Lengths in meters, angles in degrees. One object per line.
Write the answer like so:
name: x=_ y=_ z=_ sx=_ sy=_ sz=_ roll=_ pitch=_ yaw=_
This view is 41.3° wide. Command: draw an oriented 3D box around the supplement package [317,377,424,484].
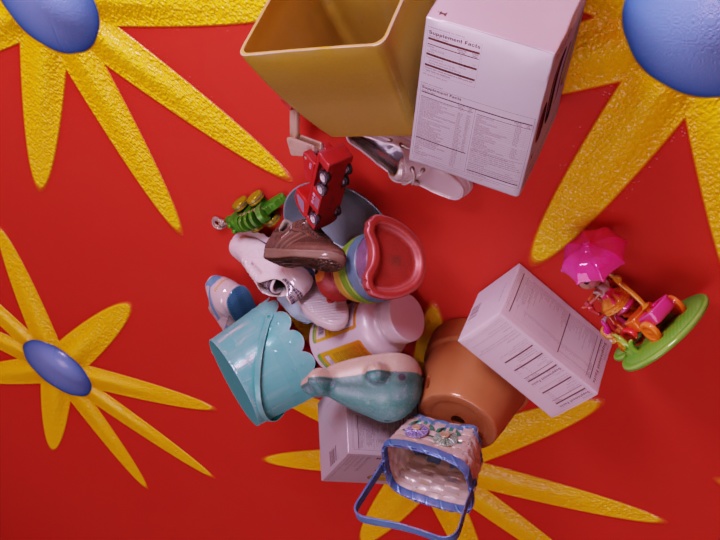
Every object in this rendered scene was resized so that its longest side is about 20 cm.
supplement package: x=0.041 y=0.285 z=1.702 sx=0.197 sy=0.153 sz=0.152 roll=7 pitch=149 yaw=-19

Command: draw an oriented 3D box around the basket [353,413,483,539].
basket: x=0.100 y=0.330 z=1.513 sx=0.174 sy=0.201 sz=0.140 roll=8 pitch=136 yaw=25

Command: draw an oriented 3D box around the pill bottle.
pill bottle: x=0.013 y=0.102 z=1.624 sx=0.111 sy=0.112 sz=0.199 roll=47 pitch=139 yaw=-19

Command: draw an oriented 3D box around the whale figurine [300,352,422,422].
whale figurine: x=0.006 y=0.196 z=1.552 sx=0.197 sy=0.105 sz=0.159 roll=-1 pitch=162 yaw=-19

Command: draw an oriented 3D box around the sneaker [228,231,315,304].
sneaker: x=-0.163 y=-0.007 z=1.628 sx=0.198 sy=0.081 sz=0.077 roll=21 pitch=156 yaw=37

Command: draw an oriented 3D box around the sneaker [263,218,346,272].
sneaker: x=-0.085 y=-0.045 z=1.460 sx=0.070 sy=0.077 sz=0.199 roll=24 pitch=168 yaw=-36

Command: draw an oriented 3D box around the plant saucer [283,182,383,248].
plant saucer: x=-0.028 y=-0.072 z=1.526 sx=0.198 sy=0.039 sz=0.203 roll=17 pitch=139 yaw=16

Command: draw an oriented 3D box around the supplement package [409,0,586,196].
supplement package: x=0.162 y=-0.238 z=1.107 sx=0.145 sy=0.192 sz=0.201 roll=19 pitch=140 yaw=12

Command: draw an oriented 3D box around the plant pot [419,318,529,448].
plant pot: x=0.185 y=0.199 z=1.594 sx=0.197 sy=0.141 sz=0.202 roll=17 pitch=138 yaw=16

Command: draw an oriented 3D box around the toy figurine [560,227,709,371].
toy figurine: x=0.356 y=0.025 z=1.342 sx=0.184 sy=0.150 sz=0.200 roll=47 pitch=165 yaw=1

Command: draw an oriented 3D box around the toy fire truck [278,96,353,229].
toy fire truck: x=-0.072 y=-0.172 z=1.391 sx=0.142 sy=0.048 sz=0.201 roll=52 pitch=149 yaw=24

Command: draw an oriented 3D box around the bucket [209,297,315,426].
bucket: x=-0.172 y=0.169 z=1.718 sx=0.208 sy=0.134 sz=0.208 roll=52 pitch=162 yaw=25

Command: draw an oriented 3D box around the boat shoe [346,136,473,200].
boat shoe: x=0.065 y=-0.151 z=1.358 sx=0.198 sy=0.070 sz=0.071 roll=31 pitch=140 yaw=0

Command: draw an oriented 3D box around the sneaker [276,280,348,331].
sneaker: x=-0.080 y=0.061 z=1.641 sx=0.200 sy=0.073 sz=0.083 roll=38 pitch=152 yaw=44

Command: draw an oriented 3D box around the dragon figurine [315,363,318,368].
dragon figurine: x=-0.040 y=0.196 z=1.799 sx=0.099 sy=0.059 sz=0.199 roll=44 pitch=141 yaw=-16

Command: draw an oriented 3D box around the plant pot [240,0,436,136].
plant pot: x=0.004 y=-0.275 z=1.182 sx=0.197 sy=0.202 sz=0.177 roll=3 pitch=145 yaw=30

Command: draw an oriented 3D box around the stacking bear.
stacking bear: x=0.000 y=0.000 z=1.471 sx=0.112 sy=0.123 sz=0.199 roll=10 pitch=165 yaw=-33

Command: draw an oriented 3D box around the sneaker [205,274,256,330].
sneaker: x=-0.238 y=0.088 z=1.812 sx=0.080 sy=0.076 sz=0.202 roll=28 pitch=144 yaw=32

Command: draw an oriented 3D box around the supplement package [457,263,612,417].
supplement package: x=0.269 y=0.110 z=1.465 sx=0.199 sy=0.114 sz=0.109 roll=39 pitch=139 yaw=-9

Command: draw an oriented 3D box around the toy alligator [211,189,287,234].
toy alligator: x=-0.198 y=-0.085 z=1.609 sx=0.198 sy=0.055 sz=0.059 roll=-16 pitch=122 yaw=42
